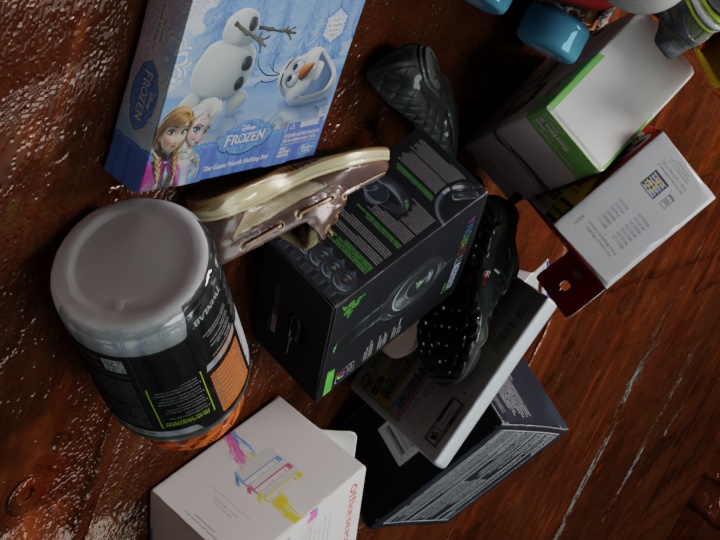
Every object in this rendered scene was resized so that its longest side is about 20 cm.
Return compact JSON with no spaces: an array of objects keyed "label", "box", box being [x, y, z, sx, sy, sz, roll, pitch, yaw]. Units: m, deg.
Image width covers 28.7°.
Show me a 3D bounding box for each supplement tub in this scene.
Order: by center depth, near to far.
[{"label":"supplement tub","box":[-0.151,0.048,1.063,0.122,0.122,0.201,-44,152,-21]}]

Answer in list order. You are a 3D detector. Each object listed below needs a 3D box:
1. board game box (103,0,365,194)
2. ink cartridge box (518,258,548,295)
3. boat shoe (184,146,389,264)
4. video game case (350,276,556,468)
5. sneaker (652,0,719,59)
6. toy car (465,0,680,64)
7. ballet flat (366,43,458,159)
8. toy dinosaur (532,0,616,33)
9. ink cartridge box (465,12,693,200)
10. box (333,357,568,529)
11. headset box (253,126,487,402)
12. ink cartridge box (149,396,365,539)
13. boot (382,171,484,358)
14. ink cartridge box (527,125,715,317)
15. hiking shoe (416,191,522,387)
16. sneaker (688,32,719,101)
[{"label":"board game box","box":[-0.080,-0.164,1.021,0.199,0.043,0.201,-19,136,-50]},{"label":"ink cartridge box","box":[0.152,0.069,1.699,0.200,0.039,0.100,-44,152,-19]},{"label":"boat shoe","box":[-0.052,-0.053,1.141,0.199,0.072,0.073,-23,108,-42]},{"label":"video game case","box":[0.092,0.080,1.460,0.022,0.182,0.201,33,92,-36]},{"label":"sneaker","box":[0.276,-0.272,1.249,0.073,0.202,0.081,29,131,-29]},{"label":"toy car","box":[0.204,-0.272,1.151,0.176,0.200,0.186,27,93,-34]},{"label":"ballet flat","box":[0.055,-0.149,1.278,0.200,0.056,0.067,53,32,-64]},{"label":"toy dinosaur","box":[0.209,-0.272,1.339,0.136,0.102,0.200,-47,177,21]},{"label":"ink cartridge box","box":[0.206,-0.155,1.366,0.146,0.084,0.200,-46,-171,-17]},{"label":"box","box":[0.096,0.185,1.580,0.200,0.124,0.198,-40,155,18]},{"label":"headset box","box":[0.000,0.000,1.256,0.199,0.093,0.175,-36,159,-27]},{"label":"ink cartridge box","box":[-0.092,0.235,1.379,0.199,0.125,0.129,-34,148,-36]},{"label":"boot","box":[0.074,-0.004,1.438,0.090,0.073,0.202,-21,138,-40]},{"label":"ink cartridge box","box":[0.227,-0.057,1.363,0.175,0.084,0.200,-41,-171,5]},{"label":"hiking shoe","box":[0.121,0.021,1.396,0.100,0.075,0.202,-7,117,-50]},{"label":"sneaker","box":[0.321,-0.226,1.281,0.073,0.201,0.077,-32,138,12]}]
